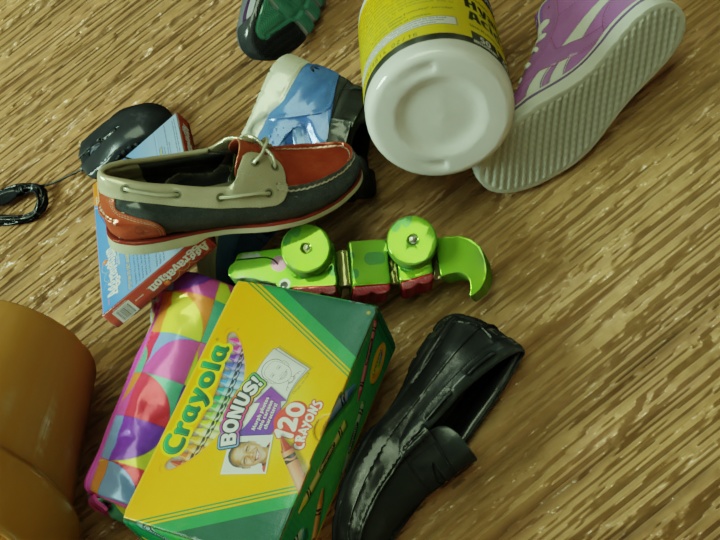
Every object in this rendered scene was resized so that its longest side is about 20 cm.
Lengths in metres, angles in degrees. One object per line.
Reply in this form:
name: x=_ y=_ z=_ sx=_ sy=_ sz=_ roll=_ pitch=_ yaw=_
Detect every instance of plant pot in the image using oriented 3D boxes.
plant pot: x=-0.289 y=0.130 z=0.949 sx=0.199 sy=0.201 sz=0.184 roll=2 pitch=50 yaw=18

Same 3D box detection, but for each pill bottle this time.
pill bottle: x=0.054 y=-0.172 z=0.989 sx=0.111 sy=0.112 sz=0.200 roll=-17 pitch=38 yaw=9

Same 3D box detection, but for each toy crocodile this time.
toy crocodile: x=0.000 y=0.000 z=0.963 sx=0.199 sy=0.068 sz=0.062 roll=-4 pitch=74 yaw=0

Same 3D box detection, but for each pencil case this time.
pencil case: x=-0.146 y=0.097 z=0.968 sx=0.088 sy=0.088 sz=0.201 roll=7 pitch=67 yaw=20

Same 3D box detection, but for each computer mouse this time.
computer mouse: x=-0.256 y=-0.095 z=1.121 sx=0.199 sy=0.034 sz=0.059 roll=-28 pitch=61 yaw=4

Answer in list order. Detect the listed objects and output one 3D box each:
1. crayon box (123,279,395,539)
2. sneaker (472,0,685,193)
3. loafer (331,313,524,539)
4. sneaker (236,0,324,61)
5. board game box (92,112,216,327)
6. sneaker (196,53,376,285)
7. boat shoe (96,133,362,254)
crayon box: x=-0.067 y=0.111 z=0.896 sx=0.118 sy=0.058 sz=0.201 roll=10 pitch=61 yaw=25
sneaker: x=0.153 y=-0.152 z=1.009 sx=0.200 sy=0.073 sz=0.114 roll=-42 pitch=41 yaw=2
loafer: x=0.048 y=0.122 z=0.902 sx=0.070 sy=0.068 sz=0.201 roll=21 pitch=70 yaw=33
sneaker: x=-0.077 y=-0.267 z=1.136 sx=0.087 sy=0.074 sz=0.201 roll=3 pitch=58 yaw=37
board game box: x=-0.170 y=-0.046 z=1.021 sx=0.103 sy=0.019 sz=0.200 roll=-37 pitch=34 yaw=12
sneaker: x=-0.049 y=-0.064 z=1.015 sx=0.111 sy=0.077 sz=0.201 roll=22 pitch=84 yaw=13
boat shoe: x=-0.092 y=-0.066 z=0.922 sx=0.199 sy=0.063 sz=0.071 roll=-14 pitch=37 yaw=-14
